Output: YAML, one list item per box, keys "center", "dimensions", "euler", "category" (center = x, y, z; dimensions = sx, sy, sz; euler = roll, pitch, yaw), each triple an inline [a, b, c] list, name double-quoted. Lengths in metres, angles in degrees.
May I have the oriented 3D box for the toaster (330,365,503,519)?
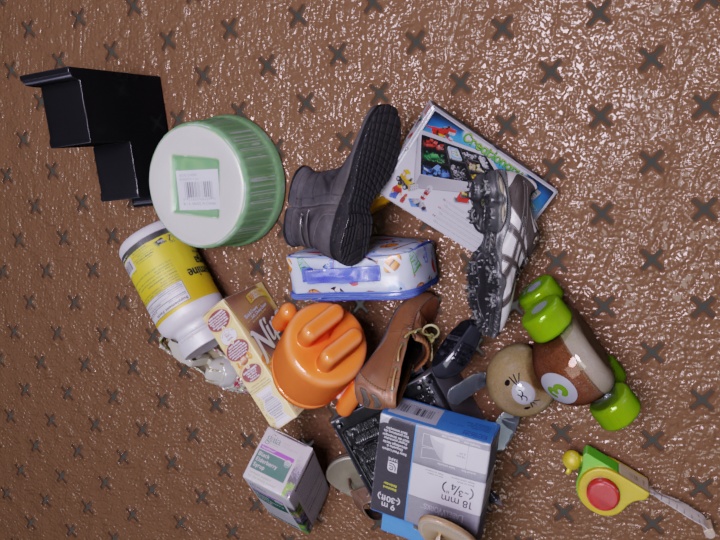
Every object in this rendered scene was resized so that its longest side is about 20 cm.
- center: [0.085, 0.244, 0.910]
  dimensions: [0.179, 0.118, 0.203]
  euler: [-31, 89, 26]
  category: "toaster"

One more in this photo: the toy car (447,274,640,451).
- center: [0.210, 0.140, 0.806]
  dimensions: [0.199, 0.158, 0.165]
  euler: [-39, 95, 19]
  category: "toy car"

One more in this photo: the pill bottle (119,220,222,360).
- center: [-0.287, 0.031, 1.014]
  dimensions: [0.111, 0.112, 0.203]
  euler: [-34, 83, 25]
  category: "pill bottle"

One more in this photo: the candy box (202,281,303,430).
- center: [-0.142, 0.127, 0.980]
  dimensions: [0.055, 0.115, 0.202]
  euler: [-33, 88, 24]
  category: "candy box"

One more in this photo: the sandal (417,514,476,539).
- center: [0.104, 0.372, 0.788]
  dimensions: [0.076, 0.071, 0.214]
  euler: [11, 146, 20]
  category: "sandal"

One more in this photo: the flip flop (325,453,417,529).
- center: [0.031, 0.357, 0.990]
  dimensions: [0.198, 0.057, 0.082]
  euler: [36, 112, 12]
  category: "flip flop"

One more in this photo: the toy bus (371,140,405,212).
- center: [0.012, -0.112, 0.875]
  dimensions: [0.196, 0.078, 0.066]
  euler: [-25, 92, 10]
  category: "toy bus"

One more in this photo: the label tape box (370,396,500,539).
- center: [0.090, 0.280, 0.816]
  dimensions: [0.141, 0.063, 0.205]
  euler: [11, 105, 20]
  category: "label tape box"

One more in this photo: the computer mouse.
- center: [0.162, 0.062, 0.842]
  dimensions: [0.034, 0.059, 0.201]
  euler: [39, 86, -7]
  category: "computer mouse"

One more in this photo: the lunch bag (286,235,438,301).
- center: [0.000, 0.000, 0.869]
  dimensions: [0.195, 0.160, 0.078]
  euler: [-3, 99, 22]
  category: "lunch bag"

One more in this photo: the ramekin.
- center: [-0.220, -0.130, 0.966]
  dimensions: [0.195, 0.097, 0.206]
  euler: [5, 103, 21]
  category: "ramekin"

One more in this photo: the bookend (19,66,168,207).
- center: [-0.380, -0.188, 0.966]
  dimensions: [0.090, 0.198, 0.205]
  euler: [-3, 101, 20]
  category: "bookend"

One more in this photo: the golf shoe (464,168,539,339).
- center: [0.180, -0.019, 0.779]
  dimensions: [0.077, 0.092, 0.206]
  euler: [-154, 63, -64]
  category: "golf shoe"

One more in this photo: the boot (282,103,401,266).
- center: [-0.033, -0.116, 0.798]
  dimensions: [0.130, 0.069, 0.204]
  euler: [23, 93, 41]
  category: "boot"

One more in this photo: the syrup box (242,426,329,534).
- center: [-0.107, 0.321, 0.969]
  dimensions: [0.077, 0.082, 0.202]
  euler: [19, 150, 17]
  category: "syrup box"

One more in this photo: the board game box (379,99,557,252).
- center: [0.134, -0.105, 0.814]
  dimensions: [0.197, 0.035, 0.127]
  euler: [30, 112, -15]
  category: "board game box"

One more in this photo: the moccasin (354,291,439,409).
- center: [0.065, 0.101, 0.847]
  dimensions: [0.076, 0.202, 0.075]
  euler: [9, 124, 26]
  category: "moccasin"

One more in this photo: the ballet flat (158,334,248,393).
- center: [-0.254, 0.152, 1.062]
  dimensions: [0.197, 0.064, 0.077]
  euler: [26, 109, 15]
  category: "ballet flat"

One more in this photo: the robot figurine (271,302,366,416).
- center: [-0.059, 0.121, 0.872]
  dimensions: [0.141, 0.119, 0.201]
  euler: [17, 151, -10]
  category: "robot figurine"

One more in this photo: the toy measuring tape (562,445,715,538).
- center: [0.352, 0.303, 0.840]
  dimensions: [0.197, 0.073, 0.075]
  euler: [30, 111, 15]
  category: "toy measuring tape"
